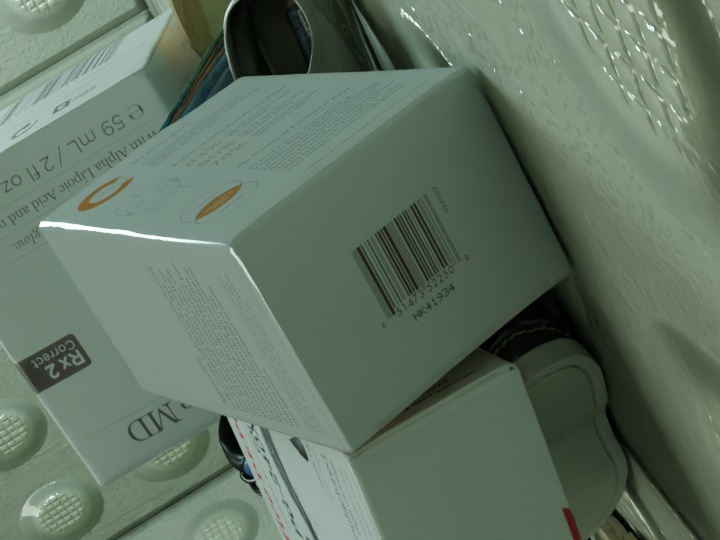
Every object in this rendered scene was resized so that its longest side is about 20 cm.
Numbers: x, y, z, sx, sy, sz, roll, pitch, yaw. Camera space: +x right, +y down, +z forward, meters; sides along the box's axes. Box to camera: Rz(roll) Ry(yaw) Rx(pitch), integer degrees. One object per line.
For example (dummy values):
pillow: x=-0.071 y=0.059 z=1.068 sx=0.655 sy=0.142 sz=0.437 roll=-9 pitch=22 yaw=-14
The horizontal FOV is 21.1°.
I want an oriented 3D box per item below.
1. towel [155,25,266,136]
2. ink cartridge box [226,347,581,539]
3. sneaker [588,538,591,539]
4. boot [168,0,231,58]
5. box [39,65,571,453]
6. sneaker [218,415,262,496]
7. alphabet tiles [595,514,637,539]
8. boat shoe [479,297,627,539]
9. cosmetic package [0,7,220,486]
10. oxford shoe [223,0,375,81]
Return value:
towel: x=-0.026 y=-0.012 z=0.967 sx=0.022 sy=0.147 sz=0.200 roll=-16 pitch=127 yaw=47
ink cartridge box: x=0.016 y=0.098 z=0.855 sx=0.200 sy=0.083 sz=0.146 roll=25 pitch=140 yaw=66
sneaker: x=0.126 y=0.195 z=1.158 sx=0.083 sy=0.071 sz=0.200 roll=55 pitch=-173 yaw=33
boot: x=-0.073 y=-0.151 z=1.141 sx=0.202 sy=0.071 sz=0.144 roll=57 pitch=178 yaw=-27
box: x=-0.029 y=-0.011 z=0.807 sx=0.200 sy=0.124 sz=0.098 roll=8 pitch=132 yaw=60
sneaker: x=-0.037 y=0.100 z=1.049 sx=0.078 sy=0.089 sz=0.202 roll=38 pitch=134 yaw=55
alphabet tiles: x=0.187 y=0.226 z=1.061 sx=0.201 sy=0.015 sz=0.196 roll=60 pitch=176 yaw=-10
boat shoe: x=0.077 y=0.076 z=0.904 sx=0.060 sy=0.074 sz=0.200 roll=56 pitch=173 yaw=33
cosmetic package: x=-0.130 y=-0.019 z=1.144 sx=0.201 sy=0.164 sz=0.165 roll=57 pitch=-168 yaw=-16
oxford shoe: x=-0.008 y=-0.059 z=0.923 sx=0.058 sy=0.075 sz=0.201 roll=-24 pitch=-95 yaw=-57
